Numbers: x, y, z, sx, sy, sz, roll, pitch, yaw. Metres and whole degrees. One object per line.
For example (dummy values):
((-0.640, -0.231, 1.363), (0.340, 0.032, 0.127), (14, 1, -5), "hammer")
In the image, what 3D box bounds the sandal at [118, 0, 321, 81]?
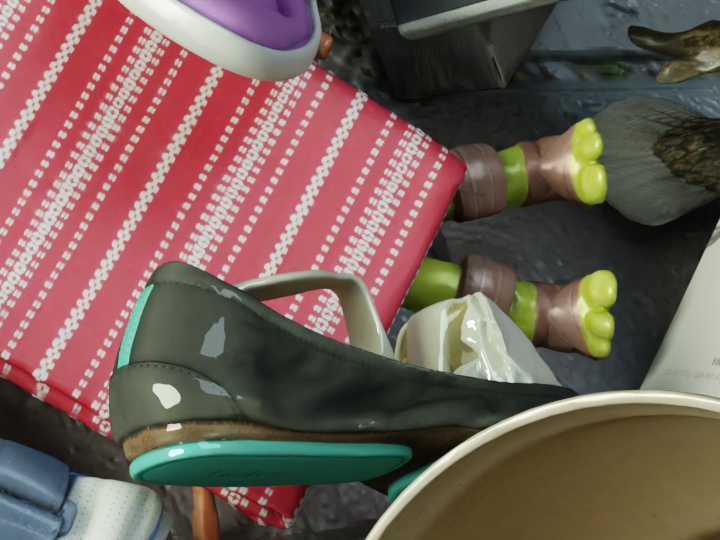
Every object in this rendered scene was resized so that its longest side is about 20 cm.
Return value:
((-0.038, -0.112, 0.852), (0.082, 0.050, 0.203), (28, 18, -4), "sandal")

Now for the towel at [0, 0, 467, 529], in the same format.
((-0.080, -0.027, 0.825), (0.199, 0.022, 0.145), (30, 64, -6), "towel")

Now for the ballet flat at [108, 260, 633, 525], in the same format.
((0.014, 0.037, 0.789), (0.199, 0.068, 0.069), (16, 63, -42), "ballet flat")

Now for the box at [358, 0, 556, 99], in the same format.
((0.042, -0.184, 1.023), (0.200, 0.048, 0.159), (-57, 133, -48), "box")

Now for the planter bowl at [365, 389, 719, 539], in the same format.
((0.101, 0.132, 0.755), (0.200, 0.200, 0.135), (49, 18, 18), "planter bowl")

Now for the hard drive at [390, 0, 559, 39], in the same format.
((0.125, -0.123, 0.906), (0.139, 0.199, 0.033), (-21, 97, -58), "hard drive")

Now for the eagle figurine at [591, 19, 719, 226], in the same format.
((0.196, -0.033, 1.010), (0.152, 0.151, 0.200), (-50, 120, -9), "eagle figurine")

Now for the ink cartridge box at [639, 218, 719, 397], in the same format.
((0.195, 0.003, 0.899), (0.146, 0.083, 0.201), (28, 84, -14), "ink cartridge box")

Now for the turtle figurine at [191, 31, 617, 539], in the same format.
((0.000, 0.000, 0.887), (0.160, 0.064, 0.201), (1, 61, -9), "turtle figurine")

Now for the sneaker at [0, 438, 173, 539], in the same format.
((-0.128, 0.057, 0.751), (0.146, 0.081, 0.201), (2, 52, -30), "sneaker")
